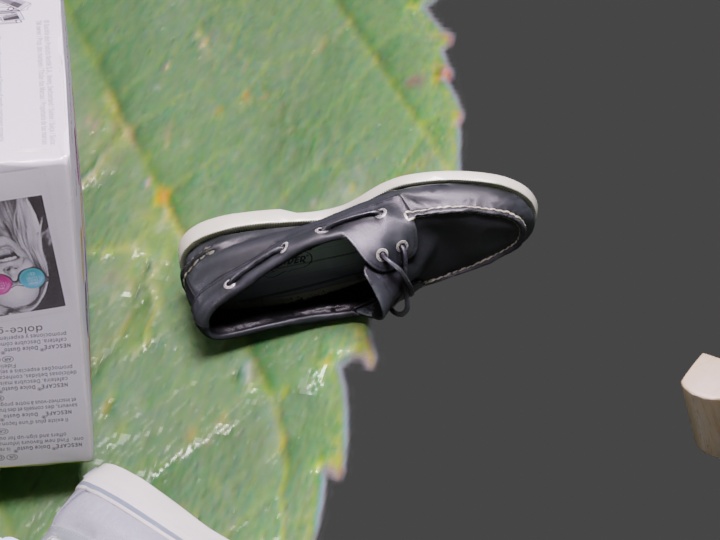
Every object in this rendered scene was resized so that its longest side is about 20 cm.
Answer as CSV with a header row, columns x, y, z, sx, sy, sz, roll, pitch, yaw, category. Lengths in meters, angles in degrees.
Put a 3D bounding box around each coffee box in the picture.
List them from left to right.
x,y,z,sx,sy,sz,roll,pitch,yaw,category
-0.244,-0.028,1.496,0.198,0.199,0.200,-4,37,-4,coffee box

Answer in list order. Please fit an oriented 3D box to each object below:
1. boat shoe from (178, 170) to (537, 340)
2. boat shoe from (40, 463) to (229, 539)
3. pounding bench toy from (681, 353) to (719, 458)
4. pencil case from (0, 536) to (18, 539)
x,y,z,sx,sy,sz,roll,pitch,yaw,category
-0.001,-0.002,1.545,0.198,0.075,0.066,-6,47,3,boat shoe
-0.080,0.169,1.398,0.200,0.070,0.072,30,69,35,boat shoe
0.266,0.023,1.445,0.198,0.125,0.157,3,45,11,pounding bench toy
-0.126,0.177,1.336,0.199,0.083,0.091,5,82,41,pencil case
